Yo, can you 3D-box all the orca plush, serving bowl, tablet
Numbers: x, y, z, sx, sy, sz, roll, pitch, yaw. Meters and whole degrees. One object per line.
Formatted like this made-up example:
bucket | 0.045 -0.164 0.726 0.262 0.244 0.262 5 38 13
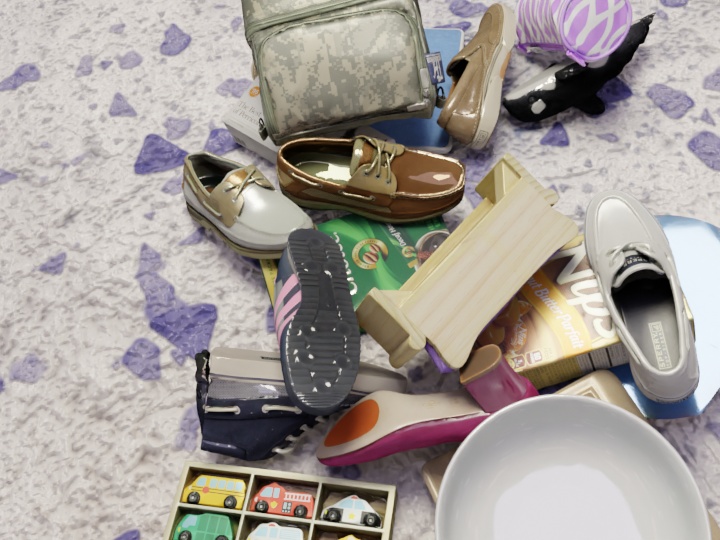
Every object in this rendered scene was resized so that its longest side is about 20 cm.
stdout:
orca plush | 0.263 -0.216 0.946 0.199 0.072 0.105 -34 14 -19
serving bowl | 0.157 0.201 0.623 0.197 0.066 0.203 -4 65 9
tablet | 0.056 -0.222 0.992 0.128 0.014 0.202 4 59 10

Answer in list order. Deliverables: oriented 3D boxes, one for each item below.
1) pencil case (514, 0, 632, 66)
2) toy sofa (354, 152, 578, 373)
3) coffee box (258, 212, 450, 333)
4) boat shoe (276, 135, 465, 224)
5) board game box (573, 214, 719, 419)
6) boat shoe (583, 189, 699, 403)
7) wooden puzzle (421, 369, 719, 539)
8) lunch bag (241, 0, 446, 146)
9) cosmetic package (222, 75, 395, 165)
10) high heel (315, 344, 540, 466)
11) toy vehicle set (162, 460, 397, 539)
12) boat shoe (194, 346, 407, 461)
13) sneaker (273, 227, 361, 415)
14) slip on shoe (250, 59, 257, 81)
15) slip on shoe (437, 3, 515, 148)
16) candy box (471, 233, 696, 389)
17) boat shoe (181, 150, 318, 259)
pencil case | 0.226 -0.277 0.906 0.084 0.200 0.086 35 100 -13
toy sofa | 0.094 0.001 0.725 0.098 0.083 0.200 44 70 3
coffee box | 0.000 0.000 0.838 0.197 0.044 0.124 -17 57 -3
boat shoe | 0.007 -0.096 0.824 0.197 0.074 0.077 2 66 10
board game box | 0.283 0.047 0.768 0.157 0.039 0.201 34 82 33
boat shoe | 0.233 0.007 0.677 0.073 0.065 0.202 -21 57 12
wooden puzzle | 0.175 0.202 0.684 0.198 0.037 0.186 -25 57 -4
lunch bag | -0.019 -0.226 0.864 0.197 0.139 0.170 -10 76 4
cosmetic package | -0.057 -0.149 0.931 0.199 0.051 0.083 31 76 24
high heel | 0.060 0.144 0.706 0.198 0.096 0.068 -27 27 23
toy vehicle set | -0.073 0.239 0.706 0.197 0.027 0.126 4 58 11
boat shoe | -0.058 0.129 0.760 0.197 0.075 0.094 7 94 -6
sneaker | -0.044 0.057 0.722 0.069 0.083 0.201 13 41 -15
slip on shoe | -0.038 -0.261 0.980 0.197 0.077 0.061 -12 25 3
slip on shoe | 0.132 -0.234 0.942 0.060 0.076 0.202 18 66 -8
candy box | 0.191 0.036 0.755 0.198 0.055 0.117 -20 57 14
boat shoe | -0.125 -0.071 0.854 0.199 0.069 0.075 22 47 38
